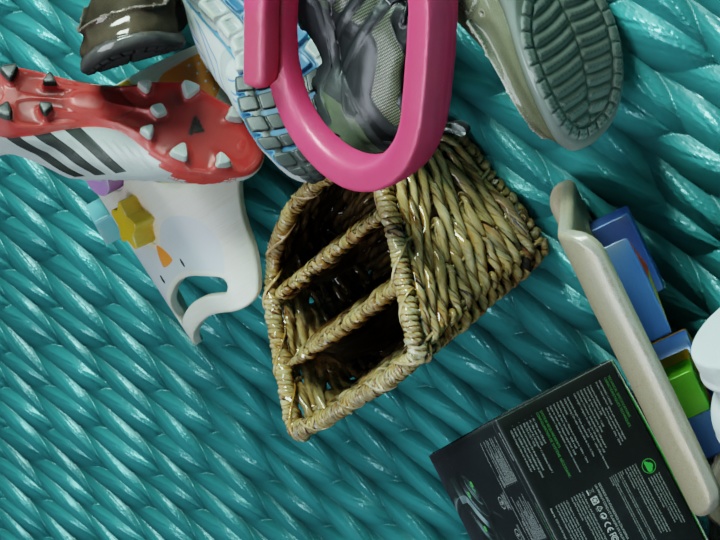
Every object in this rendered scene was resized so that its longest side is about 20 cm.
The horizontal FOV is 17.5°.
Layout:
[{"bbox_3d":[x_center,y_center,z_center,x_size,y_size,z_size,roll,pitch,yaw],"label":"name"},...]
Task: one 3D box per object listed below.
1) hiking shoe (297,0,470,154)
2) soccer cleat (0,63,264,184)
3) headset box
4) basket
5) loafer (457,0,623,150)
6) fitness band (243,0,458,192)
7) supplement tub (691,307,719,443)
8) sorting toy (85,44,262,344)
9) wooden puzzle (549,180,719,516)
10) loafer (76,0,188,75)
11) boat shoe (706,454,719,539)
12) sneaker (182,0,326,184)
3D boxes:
[{"bbox_3d":[0.010,-0.173,1.475,0.100,0.076,0.201,-12,103,19],"label":"hiking shoe"},{"bbox_3d":[-0.165,-0.091,1.599,0.199,0.069,0.085,9,155,-3],"label":"soccer cleat"},{"bbox_3d":[0.140,0.170,1.549,0.175,0.093,0.200,63,164,6],"label":"headset box"},{"bbox_3d":[0.000,0.000,1.571,0.143,0.149,0.200,52,148,-2],"label":"basket"},{"bbox_3d":[0.091,-0.164,1.382,0.070,0.075,0.201,-12,104,59],"label":"loafer"},{"bbox_3d":[-0.006,-0.143,1.407,0.143,0.037,0.201,24,127,31],"label":"fitness band"},{"bbox_3d":[0.288,0.103,1.336,0.140,0.140,0.200,-10,115,53],"label":"supplement tub"},{"bbox_3d":[-0.134,-0.043,1.692,0.200,0.107,0.180,-36,77,57],"label":"sorting toy"},{"bbox_3d":[0.174,0.037,1.417,0.186,0.046,0.200,63,-174,-9],"label":"wooden puzzle"},{"bbox_3d":[-0.160,-0.181,1.582,0.200,0.073,0.071,-101,-5,-76],"label":"loafer"},{"bbox_3d":[0.261,0.149,1.485,0.074,0.076,0.200,15,140,19],"label":"boat shoe"},{"bbox_3d":[-0.066,-0.137,1.578,0.087,0.075,0.200,98,148,-64],"label":"sneaker"}]
